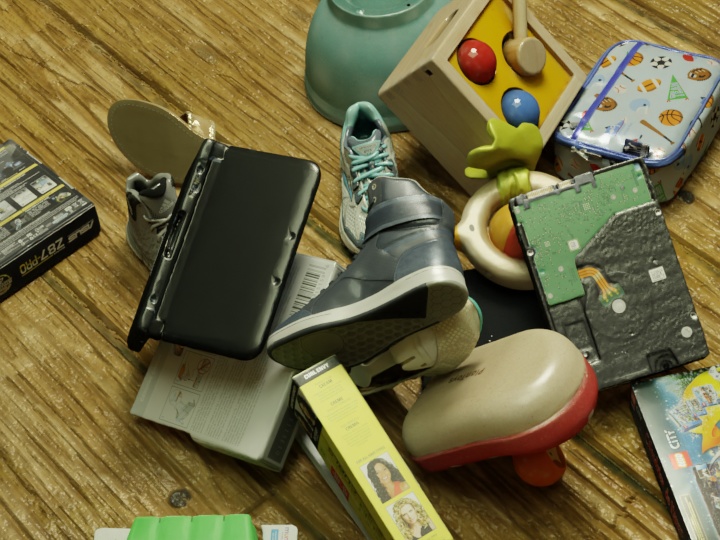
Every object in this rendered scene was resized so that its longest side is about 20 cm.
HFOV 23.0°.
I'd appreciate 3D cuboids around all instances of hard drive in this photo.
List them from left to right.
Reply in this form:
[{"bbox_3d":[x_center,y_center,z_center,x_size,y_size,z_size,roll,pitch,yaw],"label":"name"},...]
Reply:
[{"bbox_3d":[0.152,0.048,1.747,0.198,0.043,0.136,-7,46,1],"label":"hard drive"},{"bbox_3d":[0.234,0.008,1.684,0.138,0.038,0.202,-18,80,-2],"label":"hard drive"}]

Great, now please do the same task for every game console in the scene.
[{"bbox_3d":[-0.133,-0.010,1.698,0.115,0.176,0.202,21,74,-8],"label":"game console"}]

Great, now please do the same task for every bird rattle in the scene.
[{"bbox_3d":[0.179,-0.047,1.765,0.199,0.113,0.163,36,70,12],"label":"bird rattle"}]

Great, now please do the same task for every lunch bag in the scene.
[{"bbox_3d":[0.297,-0.163,1.911,0.159,0.076,0.200,19,51,26],"label":"lunch bag"}]

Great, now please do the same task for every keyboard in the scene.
[{"bbox_3d":[-0.011,0.182,1.666,0.056,0.011,0.200,-22,47,-21],"label":"keyboard"}]

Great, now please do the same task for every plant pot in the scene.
[{"bbox_3d":[0.028,-0.273,2.006,0.198,0.135,0.202,-3,46,3],"label":"plant pot"}]

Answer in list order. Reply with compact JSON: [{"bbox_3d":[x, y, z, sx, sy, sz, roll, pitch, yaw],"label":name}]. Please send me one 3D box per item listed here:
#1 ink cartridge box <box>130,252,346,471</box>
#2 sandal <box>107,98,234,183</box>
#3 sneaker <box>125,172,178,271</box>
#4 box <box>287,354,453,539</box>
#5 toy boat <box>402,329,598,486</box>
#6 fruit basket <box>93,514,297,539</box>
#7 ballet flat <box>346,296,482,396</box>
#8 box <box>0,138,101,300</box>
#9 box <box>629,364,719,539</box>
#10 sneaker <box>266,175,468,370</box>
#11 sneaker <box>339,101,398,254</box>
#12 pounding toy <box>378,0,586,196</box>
[{"bbox_3d":[-0.113,0.074,1.701,0.172,0.043,0.202,13,76,39],"label":"ink cartridge box"},{"bbox_3d":[-0.177,-0.133,1.963,0.210,0.078,0.070,23,21,18],"label":"sandal"},{"bbox_3d":[-0.191,-0.031,1.816,0.075,0.116,0.200,-31,50,-22],"label":"sneaker"},{"bbox_3d":[0.007,0.178,1.578,0.050,0.075,0.201,-28,72,-18],"label":"box"},{"bbox_3d":[0.141,0.142,1.610,0.199,0.131,0.131,-22,24,52],"label":"toy boat"},{"bbox_3d":[-0.146,0.313,1.521,0.183,0.094,0.202,-3,62,5],"label":"fruit basket"},{"bbox_3d":[0.042,0.079,1.648,0.062,0.200,0.068,-24,82,-35],"label":"ballet flat"},{"bbox_3d":[-0.404,-0.042,1.901,0.200,0.049,0.161,-38,55,-26],"label":"box"},{"bbox_3d":[0.337,0.174,1.608,0.135,0.038,0.201,-12,46,-3],"label":"box"},{"bbox_3d":[0.001,0.001,1.620,0.201,0.077,0.147,-23,50,20],"label":"sneaker"},{"bbox_3d":[0.006,-0.097,1.874,0.077,0.087,0.201,-11,46,-2],"label":"sneaker"},{"bbox_3d":[0.143,-0.227,1.882,0.142,0.184,0.201,-26,23,51],"label":"pounding toy"}]
